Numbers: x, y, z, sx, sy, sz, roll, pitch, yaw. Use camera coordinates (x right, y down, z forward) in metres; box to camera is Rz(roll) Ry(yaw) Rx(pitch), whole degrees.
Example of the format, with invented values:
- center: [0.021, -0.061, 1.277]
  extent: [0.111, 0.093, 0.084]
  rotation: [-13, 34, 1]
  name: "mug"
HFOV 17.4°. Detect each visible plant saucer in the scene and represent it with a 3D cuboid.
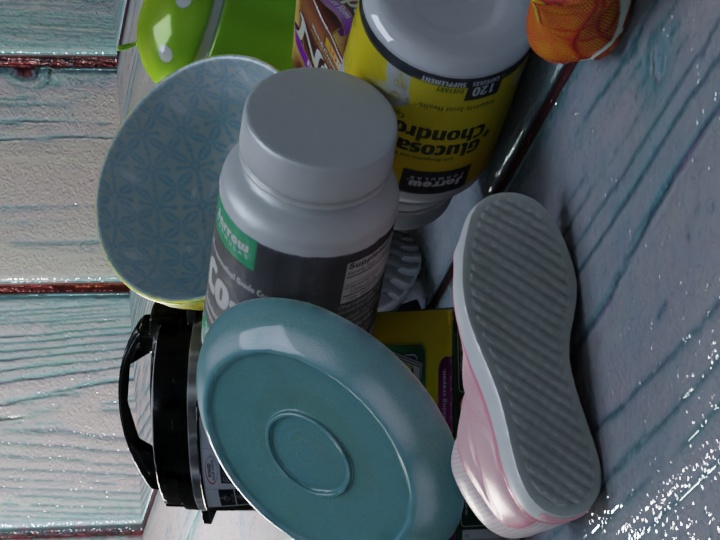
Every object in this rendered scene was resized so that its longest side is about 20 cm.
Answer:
- center: [-0.026, 0.108, 1.461]
  extent: [0.027, 0.199, 0.201]
  rotation: [-45, -24, -41]
  name: "plant saucer"

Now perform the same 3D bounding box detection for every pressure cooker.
- center: [-0.094, 0.108, 1.870]
  extent: [0.179, 0.198, 0.177]
  rotation: [76, -164, -73]
  name: "pressure cooker"

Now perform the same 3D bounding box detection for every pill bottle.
- center: [0.040, -0.114, 1.501]
  extent: [0.200, 0.111, 0.113]
  rotation: [107, 159, -56]
  name: "pill bottle"
- center: [-0.037, -0.021, 1.472]
  extent: [0.114, 0.112, 0.201]
  rotation: [-103, 16, -45]
  name: "pill bottle"

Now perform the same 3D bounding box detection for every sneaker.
- center: [0.084, 0.062, 1.385]
  extent: [0.105, 0.075, 0.202]
  rotation: [128, 137, -63]
  name: "sneaker"
- center: [0.000, 0.000, 1.783]
  extent: [0.200, 0.074, 0.082]
  rotation: [-89, 17, -65]
  name: "sneaker"
- center: [0.113, -0.161, 1.242]
  extent: [0.200, 0.077, 0.074]
  rotation: [125, 141, -73]
  name: "sneaker"

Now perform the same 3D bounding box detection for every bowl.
- center: [-0.095, -0.053, 1.807]
  extent: [0.108, 0.199, 0.201]
  rotation: [34, -137, -53]
  name: "bowl"

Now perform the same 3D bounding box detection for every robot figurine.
- center: [-0.091, -0.182, 1.899]
  extent: [0.116, 0.199, 0.177]
  rotation: [-134, 64, -75]
  name: "robot figurine"

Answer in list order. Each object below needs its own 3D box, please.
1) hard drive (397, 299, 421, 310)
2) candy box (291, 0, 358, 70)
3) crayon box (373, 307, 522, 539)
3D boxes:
- center: [0.036, 0.131, 1.702]
  extent: [0.201, 0.042, 0.136]
  rotation: [-104, 18, -49]
  name: "hard drive"
- center: [-0.003, -0.144, 1.697]
  extent: [0.200, 0.056, 0.117]
  rotation: [105, 141, -74]
  name: "candy box"
- center: [0.037, 0.127, 1.549]
  extent: [0.172, 0.058, 0.202]
  rotation: [-5, 85, 60]
  name: "crayon box"
